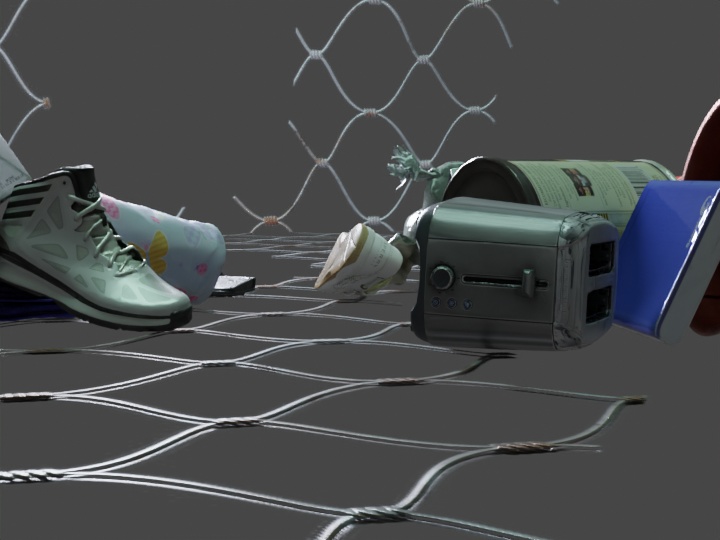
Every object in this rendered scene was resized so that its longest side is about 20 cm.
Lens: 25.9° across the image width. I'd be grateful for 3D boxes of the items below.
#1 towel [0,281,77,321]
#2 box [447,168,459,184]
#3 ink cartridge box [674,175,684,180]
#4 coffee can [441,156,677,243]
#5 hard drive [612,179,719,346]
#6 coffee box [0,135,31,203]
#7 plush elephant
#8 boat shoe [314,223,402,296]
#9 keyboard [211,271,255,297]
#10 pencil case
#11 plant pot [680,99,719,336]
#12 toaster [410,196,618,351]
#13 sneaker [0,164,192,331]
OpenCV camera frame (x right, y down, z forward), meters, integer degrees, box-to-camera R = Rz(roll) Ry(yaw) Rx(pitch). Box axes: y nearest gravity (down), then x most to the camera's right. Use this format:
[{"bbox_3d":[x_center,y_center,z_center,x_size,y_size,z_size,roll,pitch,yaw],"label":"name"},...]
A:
[{"bbox_3d":[-0.349,0.021,1.495,0.146,0.050,0.199,1,4,-39],"label":"towel"},{"bbox_3d":[0.201,-0.043,1.713,0.197,0.045,0.162,-1,48,-8],"label":"box"},{"bbox_3d":[0.316,-0.033,1.542,0.050,0.110,0.199,-39,16,-29],"label":"ink cartridge box"},{"bbox_3d":[0.191,-0.031,1.467,0.198,0.149,0.146,-2,4,-33],"label":"coffee can"},{"bbox_3d":[0.251,-0.011,1.306,0.025,0.133,0.200,25,0,-7],"label":"hard drive"},{"bbox_3d":[-0.409,-0.048,1.408,0.199,0.080,0.113,-33,9,14],"label":"coffee box"},{"bbox_3d":[0.107,-0.044,1.840,0.199,0.165,0.155,33,-29,14],"label":"plush elephant"},{"bbox_3d":[0.000,0.000,1.708,0.069,0.072,0.200,26,-9,-8],"label":"boat shoe"},{"bbox_3d":[-0.213,0.016,1.757,0.197,0.021,0.127,2,10,17],"label":"keyboard"},{"bbox_3d":[-0.229,-0.029,1.550,0.199,0.084,0.090,17,10,-40],"label":"pencil case"},{"bbox_3d":[0.386,-0.034,1.299,0.192,0.204,0.201,8,2,-9],"label":"plant pot"},{"bbox_3d":[0.124,0.004,1.211,0.127,0.115,0.200,5,3,20],"label":"toaster"},{"bbox_3d":[-0.229,-0.025,1.355,0.198,0.117,0.076,19,17,18],"label":"sneaker"}]
